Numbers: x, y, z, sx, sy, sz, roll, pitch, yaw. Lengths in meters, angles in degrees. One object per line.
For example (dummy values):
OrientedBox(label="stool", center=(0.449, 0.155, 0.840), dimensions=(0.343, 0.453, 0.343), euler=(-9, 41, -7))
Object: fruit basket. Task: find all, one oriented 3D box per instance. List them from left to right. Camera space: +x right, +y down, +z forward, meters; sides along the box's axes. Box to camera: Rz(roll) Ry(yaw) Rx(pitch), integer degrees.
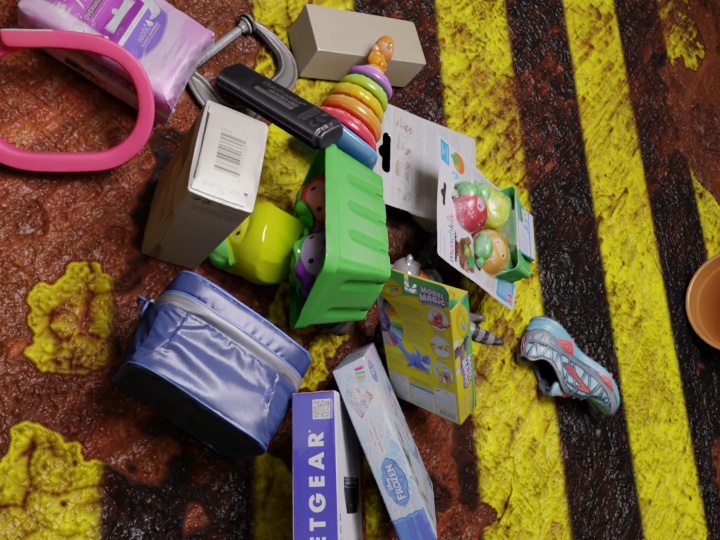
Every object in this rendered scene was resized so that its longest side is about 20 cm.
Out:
OrientedBox(label="fruit basket", center=(-0.076, -0.043, 0.829), dimensions=(0.210, 0.157, 0.220), euler=(15, 47, -17))
OrientedBox(label="fruit basket", center=(0.169, -0.067, 0.969), dimensions=(0.199, 0.092, 0.190), euler=(36, 49, -45))

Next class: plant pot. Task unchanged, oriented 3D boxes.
OrientedBox(label="plant pot", center=(0.748, 0.074, 1.339), dimensions=(0.138, 0.197, 0.206), euler=(25, 61, -43))

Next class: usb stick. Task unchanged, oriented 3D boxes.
OrientedBox(label="usb stick", center=(-0.103, -0.205, 0.857), dimensions=(0.198, 0.033, 0.055), euler=(35, 50, 29))

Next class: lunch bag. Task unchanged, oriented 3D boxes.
OrientedBox(label="lunch bag", center=(-0.161, 0.094, 0.751), dimensions=(0.198, 0.135, 0.134), euler=(37, 57, -16))

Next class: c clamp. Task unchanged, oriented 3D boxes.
OrientedBox(label="c clamp", center=(-0.176, -0.279, 0.929), dimensions=(0.172, 0.027, 0.200), euler=(52, 55, -8))

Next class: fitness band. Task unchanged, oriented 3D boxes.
OrientedBox(label="fitness band", center=(-0.323, -0.181, 0.749), dimensions=(0.194, 0.037, 0.148), euler=(-3, 106, -18))

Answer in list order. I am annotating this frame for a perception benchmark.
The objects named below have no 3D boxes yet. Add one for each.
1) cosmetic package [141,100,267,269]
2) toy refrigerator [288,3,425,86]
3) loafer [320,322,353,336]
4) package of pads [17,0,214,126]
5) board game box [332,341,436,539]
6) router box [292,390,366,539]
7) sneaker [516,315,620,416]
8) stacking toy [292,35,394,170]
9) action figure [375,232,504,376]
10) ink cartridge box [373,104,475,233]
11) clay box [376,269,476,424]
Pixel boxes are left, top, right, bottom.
OrientedBox(label="cosmetic package", center=(-0.175, -0.084, 0.760), dimensions=(0.069, 0.199, 0.108), euler=(17, 64, -25))
OrientedBox(label="toy refrigerator", center=(-0.004, -0.329, 1.036), dimensions=(0.196, 0.070, 0.078), euler=(-6, 72, -36))
OrientedBox(label="loafer", center=(0.000, 0.000, 0.931), dimensions=(0.063, 0.070, 0.205), euler=(40, 52, -40))
OrientedBox(label="package of pads", center=(-0.283, -0.278, 0.818), dimensions=(0.197, 0.075, 0.123), euler=(31, 63, -14))
OrientedBox(label="board game box", center=(0.032, 0.193, 0.821), dimensions=(0.042, 0.200, 0.204), euler=(-22, 87, 4))
OrientedBox(label="router box", center=(-0.031, 0.248, 0.769), dimensions=(0.047, 0.180, 0.207), euler=(-5, 73, 8))
OrientedBox(label="sneaker", center=(0.318, 0.170, 1.091), dimensions=(0.199, 0.079, 0.096), euler=(43, 66, -4))
OrientedBox(label="stacking toy", center=(0.001, -0.239, 0.958), dimensions=(0.108, 0.115, 0.204), euler=(32, 71, -20))
OrientedBox(label="action figure", center=(0.114, 0.037, 0.975), dimensions=(0.193, 0.103, 0.204), euler=(40, 60, -28))
OrientedBox(label="ink cartridge box", center=(0.091, -0.148, 1.052), dimensions=(0.195, 0.057, 0.168), euler=(12, 69, -26))
OrientedBox(label="clay box", center=(0.082, 0.084, 0.864), dimensions=(0.047, 0.113, 0.205), euler=(-37, 131, -39))
